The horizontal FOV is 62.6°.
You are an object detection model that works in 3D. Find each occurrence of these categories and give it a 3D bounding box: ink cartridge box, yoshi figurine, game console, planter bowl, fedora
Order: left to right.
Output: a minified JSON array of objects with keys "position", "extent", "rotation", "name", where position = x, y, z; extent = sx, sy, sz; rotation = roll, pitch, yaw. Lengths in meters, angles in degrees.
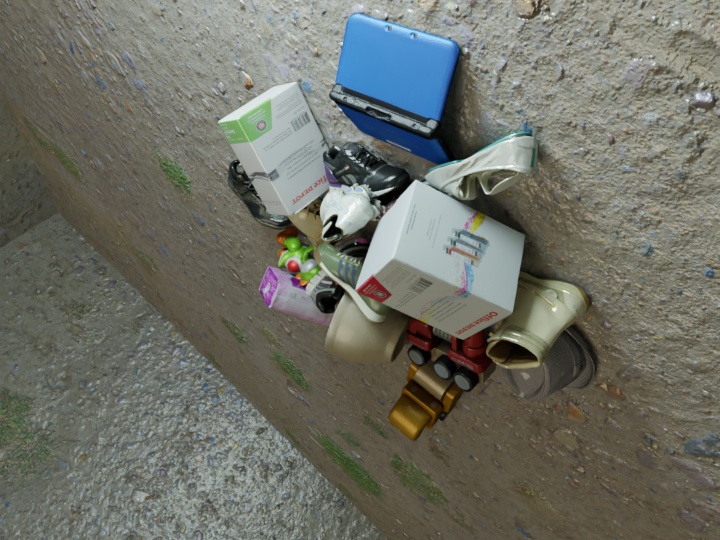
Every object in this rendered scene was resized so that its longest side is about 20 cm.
[{"position":[-0.145,-0.222,1.101],"extent":[0.084,0.145,0.200],"rotation":[10,134,49],"name":"ink cartridge box"},{"position":[-0.110,-0.026,1.384],"extent":[0.112,0.112,0.200],"rotation":[21,-165,-48],"name":"yoshi figurine"},{"position":[0.034,0.112,1.240],"extent":[0.135,0.200,0.200],"rotation":[25,147,16],"name":"planter bowl"},{"position":[0.064,-0.266,0.889],"extent":[0.200,0.119,0.171],"rotation":[31,179,30],"name":"game console"},{"position":[0.124,-0.010,0.907],"extent":[0.200,0.145,0.145],"rotation":[25,151,-12],"name":"ink cartridge box"},{"position":[0.301,0.161,1.018],"extent":[0.177,0.090,0.200],"rotation":[32,148,28],"name":"fedora"}]

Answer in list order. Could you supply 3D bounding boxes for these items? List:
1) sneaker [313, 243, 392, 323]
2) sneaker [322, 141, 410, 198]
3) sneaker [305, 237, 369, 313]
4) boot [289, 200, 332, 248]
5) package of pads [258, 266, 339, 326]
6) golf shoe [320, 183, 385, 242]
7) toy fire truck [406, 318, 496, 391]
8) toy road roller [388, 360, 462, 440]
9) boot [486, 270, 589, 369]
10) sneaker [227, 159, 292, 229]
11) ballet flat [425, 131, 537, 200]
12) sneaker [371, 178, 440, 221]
[{"position":[0.000,0.000,1.125],"extent":[0.200,0.067,0.090],"rotation":[48,121,20],"name":"sneaker"},{"position":[-0.002,-0.180,1.037],"extent":[0.200,0.076,0.088],"rotation":[11,129,49],"name":"sneaker"},{"position":[-0.038,0.018,1.232],"extent":[0.200,0.074,0.088],"rotation":[-48,52,30],"name":"sneaker"},{"position":[-0.095,-0.125,1.221],"extent":[0.155,0.073,0.200],"rotation":[47,157,0],"name":"boot"},{"position":[-0.129,0.064,1.390],"extent":[0.200,0.076,0.120],"rotation":[19,-169,-28],"name":"package of pads"},{"position":[-0.043,-0.091,1.026],"extent":[0.078,0.097,0.200],"rotation":[48,161,-11],"name":"golf shoe"},{"position":[0.164,0.118,1.136],"extent":[0.176,0.129,0.200],"rotation":[25,137,37],"name":"toy fire truck"},{"position":[0.142,0.300,1.361],"extent":[0.123,0.146,0.200],"rotation":[36,150,21],"name":"toy road roller"},{"position":[0.234,0.076,0.935],"extent":[0.200,0.155,0.073],"rotation":[14,138,47],"name":"boot"},{"position":[-0.232,-0.181,1.352],"extent":[0.199,0.076,0.114],"rotation":[48,159,11],"name":"sneaker"},{"position":[0.165,-0.135,0.841],"extent":[0.200,0.069,0.070],"rotation":[-15,114,53],"name":"ballet flat"},{"position":[0.094,-0.086,1.022],"extent":[0.116,0.076,0.200],"rotation":[44,162,-20],"name":"sneaker"}]
